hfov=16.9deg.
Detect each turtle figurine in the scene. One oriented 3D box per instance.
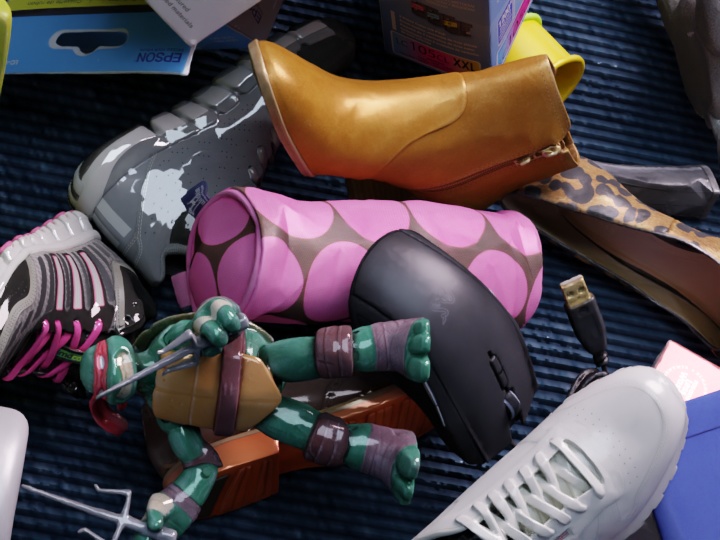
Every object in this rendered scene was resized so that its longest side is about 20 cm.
[{"bbox_3d":[-0.068,0.063,1.221,0.200,0.150,0.101,3,38,-5],"label":"turtle figurine"}]

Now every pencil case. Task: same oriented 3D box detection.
[{"bbox_3d":[0.000,0.000,1.335,0.200,0.094,0.091,6,58,-32],"label":"pencil case"}]

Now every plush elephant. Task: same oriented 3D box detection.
[{"bbox_3d":[0.276,-0.152,1.482,0.155,0.165,0.200,-15,92,-7],"label":"plush elephant"}]

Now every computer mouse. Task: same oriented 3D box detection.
[{"bbox_3d":[0.083,0.041,1.307,0.140,0.046,0.200,-48,121,-27],"label":"computer mouse"}]

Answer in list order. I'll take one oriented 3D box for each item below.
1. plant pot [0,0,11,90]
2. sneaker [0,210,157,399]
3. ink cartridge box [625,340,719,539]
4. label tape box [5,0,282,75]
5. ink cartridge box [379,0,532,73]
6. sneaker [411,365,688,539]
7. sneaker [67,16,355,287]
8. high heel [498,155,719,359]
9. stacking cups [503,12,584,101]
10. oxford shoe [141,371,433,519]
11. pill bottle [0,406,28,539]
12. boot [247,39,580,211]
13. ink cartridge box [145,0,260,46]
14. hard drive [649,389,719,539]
[{"bbox_3d":[-0.295,-0.067,1.270,0.200,0.199,0.182,21,50,0],"label":"plant pot"},{"bbox_3d":[-0.160,0.030,1.274,0.087,0.074,0.200,39,19,0],"label":"sneaker"},{"bbox_3d":[0.227,0.142,1.339,0.200,0.068,0.117,29,58,4],"label":"ink cartridge box"},{"bbox_3d":[-0.118,-0.172,1.412,0.143,0.066,0.200,1,54,27],"label":"label tape box"},{"bbox_3d":[0.064,-0.213,1.375,0.076,0.200,0.137,19,69,13],"label":"ink cartridge box"},{"bbox_3d":[0.087,0.127,1.247,0.200,0.080,0.076,-45,75,11],"label":"sneaker"},{"bbox_3d":[-0.060,-0.054,1.395,0.200,0.075,0.116,-35,79,-20],"label":"sneaker"},{"bbox_3d":[0.166,0.009,1.397,0.142,0.071,0.200,-1,42,-21],"label":"high heel"},{"bbox_3d":[0.051,-0.174,1.503,0.060,0.061,0.200,-31,66,-28],"label":"stacking cups"},{"bbox_3d":[-0.023,0.067,1.324,0.200,0.071,0.073,-17,61,-22],"label":"oxford shoe"},{"bbox_3d":[-0.273,0.109,1.211,0.200,0.112,0.113,10,57,-8],"label":"pill bottle"},{"bbox_3d":[0.035,-0.093,1.338,0.144,0.201,0.071,-22,58,14],"label":"boot"},{"bbox_3d":[-0.047,-0.239,1.306,0.200,0.084,0.145,-32,43,14],"label":"ink cartridge box"},{"bbox_3d":[0.231,0.154,1.270,0.132,0.025,0.200,-18,83,0],"label":"hard drive"}]
